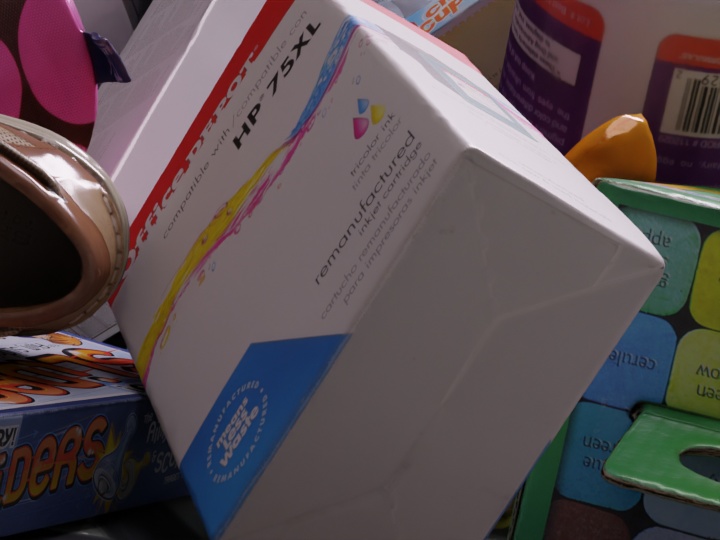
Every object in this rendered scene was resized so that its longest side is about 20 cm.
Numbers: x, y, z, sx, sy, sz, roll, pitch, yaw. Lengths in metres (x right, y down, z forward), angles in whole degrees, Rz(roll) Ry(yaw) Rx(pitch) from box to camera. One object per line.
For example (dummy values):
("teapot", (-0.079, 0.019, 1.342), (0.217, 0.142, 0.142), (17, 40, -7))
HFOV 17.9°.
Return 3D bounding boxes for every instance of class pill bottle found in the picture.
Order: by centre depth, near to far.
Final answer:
("pill bottle", (0.101, -0.032, 0.845), (0.110, 0.202, 0.112), (8, 30, -4))

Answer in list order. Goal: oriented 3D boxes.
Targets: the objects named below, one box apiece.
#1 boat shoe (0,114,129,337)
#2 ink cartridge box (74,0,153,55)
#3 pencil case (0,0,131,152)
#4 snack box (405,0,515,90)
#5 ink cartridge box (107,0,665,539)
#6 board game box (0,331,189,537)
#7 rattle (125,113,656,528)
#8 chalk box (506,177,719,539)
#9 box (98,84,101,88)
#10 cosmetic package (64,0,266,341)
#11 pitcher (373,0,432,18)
("boat shoe", (-0.156, -0.028, 0.607), (0.198, 0.076, 0.072), (11, 6, -10))
("ink cartridge box", (-0.137, -0.145, 1.007), (0.144, 0.084, 0.199), (18, 31, 36))
("pencil case", (-0.176, -0.041, 0.711), (0.199, 0.095, 0.090), (-22, 11, -32))
("snack box", (0.106, -0.089, 0.908), (0.116, 0.199, 0.037), (50, 19, -22))
("ink cartridge box", (-0.008, -0.007, 0.625), (0.067, 0.117, 0.200), (27, 12, -26))
("board game box", (-0.131, 0.034, 0.611), (0.134, 0.035, 0.200), (15, 5, 19))
("rattle", (0.000, 0.000, 0.788), (0.129, 0.144, 0.200), (-10, 22, -26))
("chalk box", (0.123, 0.044, 0.669), (0.124, 0.125, 0.200), (14, 5, 17))
("box", (-0.046, -0.061, 1.046), (0.198, 0.061, 0.117), (18, 29, 10))
("cosmetic package", (-0.065, -0.064, 0.880), (0.051, 0.201, 0.082), (42, -41, -20))
("pitcher", (0.061, -0.117, 1.017), (0.199, 0.173, 0.121), (9, -13, -38))
